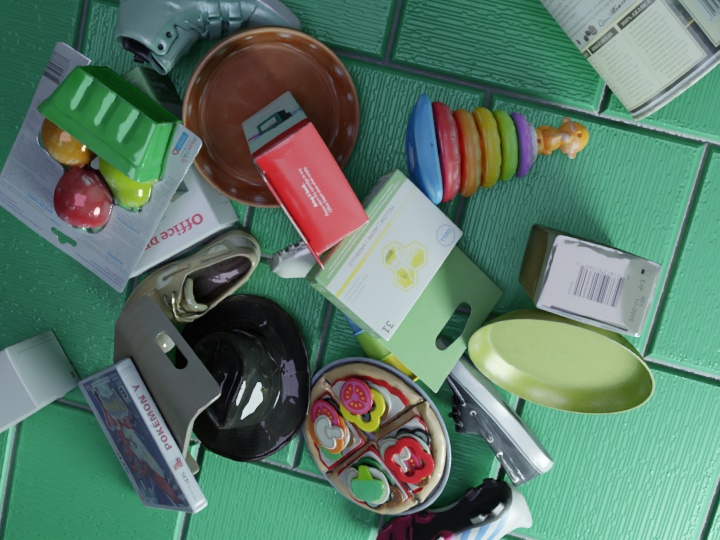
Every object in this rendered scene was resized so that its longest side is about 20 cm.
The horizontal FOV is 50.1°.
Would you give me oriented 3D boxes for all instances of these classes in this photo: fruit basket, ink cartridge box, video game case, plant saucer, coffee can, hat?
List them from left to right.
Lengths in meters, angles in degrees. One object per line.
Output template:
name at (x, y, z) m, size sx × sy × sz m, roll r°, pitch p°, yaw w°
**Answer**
fruit basket at (-0.284, -0.108, 0.827) m, size 0.184 × 0.094 × 0.201 m, roll 34°, pitch 115°, yaw 2°
video game case at (-0.263, 0.198, 0.906) m, size 0.023 × 0.199 × 0.184 m, roll -30°, pitch 94°, yaw -34°
ink cartridge box at (-0.254, -0.110, 0.898) m, size 0.144 × 0.088 × 0.202 m, roll -26°, pitch 95°, yaw 10°
hat at (-0.151, 0.131, 0.908) m, size 0.197 × 0.081 × 0.204 m, roll 0°, pitch 91°, yaw 13°
plant saucer at (-0.099, -0.169, 0.860) m, size 0.197 × 0.032 × 0.203 m, roll -7°, pitch 118°, yaw -12°
ink cartridge box at (-0.056, -0.096, 0.772) m, size 0.067 × 0.200 × 0.117 m, roll -32°, pitch 117°, yaw 2°
ink cartridge box at (0.059, 0.015, 0.814) m, size 0.200 × 0.048 × 0.146 m, roll 41°, pitch 76°, yaw -15°
plant saucer at (0.215, 0.095, 0.833) m, size 0.197 × 0.201 × 0.031 m, roll 19°, pitch 60°, yaw 5°
coffee can at (0.273, -0.275, 0.773) m, size 0.146 × 0.146 × 0.201 m, roll -39°, pitch 92°, yaw 11°

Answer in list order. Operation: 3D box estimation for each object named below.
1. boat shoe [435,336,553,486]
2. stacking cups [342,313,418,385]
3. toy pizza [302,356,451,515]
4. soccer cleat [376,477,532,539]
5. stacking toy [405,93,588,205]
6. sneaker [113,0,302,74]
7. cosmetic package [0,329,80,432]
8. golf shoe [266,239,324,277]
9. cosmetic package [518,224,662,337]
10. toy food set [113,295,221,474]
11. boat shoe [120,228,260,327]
boat shoe at (0.139, 0.169, 0.897) m, size 0.066 × 0.070 × 0.200 m, roll -41°, pitch 99°, yaw 9°
stacking cups at (0.006, 0.043, 0.903) m, size 0.060 × 0.060 × 0.202 m, roll -29°, pitch 90°, yaw 11°
toy pizza at (0.010, 0.198, 0.896) m, size 0.198 × 0.032 × 0.203 m, roll 10°, pitch 112°, yaw 27°
soccer cleat at (0.112, 0.316, 0.918) m, size 0.199 × 0.070 × 0.086 m, roll -30°, pitch 126°, yaw 22°
stacking toy at (0.152, -0.137, 0.841) m, size 0.197 × 0.110 × 0.118 m, roll -8°, pitch 87°, yaw -3°
sneaker at (-0.169, -0.257, 0.847) m, size 0.198 × 0.074 × 0.120 m, roll 16°, pitch 79°, yaw -7°
cosmetic package at (-0.465, 0.164, 0.954) m, size 0.198 × 0.108 × 0.086 m, roll -30°, pitch 92°, yaw 9°
golf shoe at (0.000, 0.000, 0.844) m, size 0.197 × 0.078 × 0.099 m, roll -9°, pitch 82°, yaw -16°
cosmetic package at (0.225, 0.004, 0.790) m, size 0.104 × 0.200 × 0.072 m, roll 16°, pitch 98°, yaw 6°
toy food set at (-0.219, 0.138, 0.880) m, size 0.144 × 0.060 × 0.201 m, roll 47°, pitch 144°, yaw 19°
boat shoe at (-0.205, 0.025, 0.912) m, size 0.198 × 0.065 × 0.073 m, roll -31°, pitch 114°, yaw 8°
